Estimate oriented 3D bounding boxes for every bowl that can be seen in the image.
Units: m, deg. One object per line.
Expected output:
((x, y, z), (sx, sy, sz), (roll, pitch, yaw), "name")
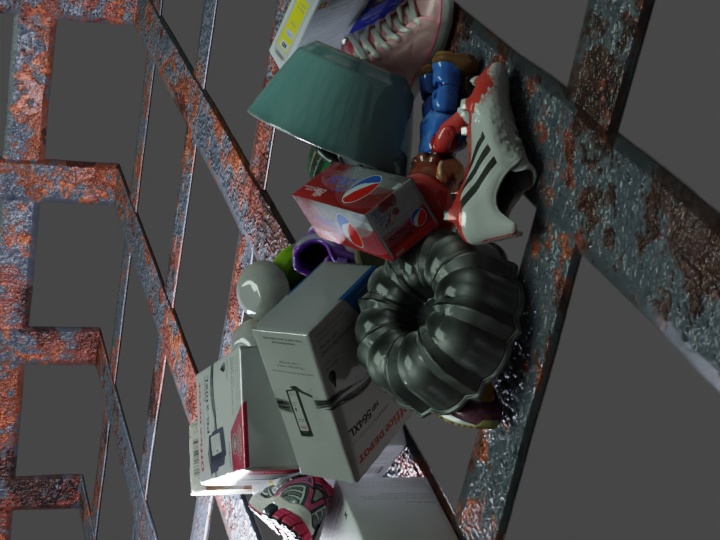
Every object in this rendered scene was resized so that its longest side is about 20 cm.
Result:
((-0.018, -0.191, 1.501), (0.106, 0.200, 0.201), (-67, 24, 8), "bowl")

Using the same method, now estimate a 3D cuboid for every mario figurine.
((0.103, -0.132, 1.461), (0.123, 0.105, 0.202), (48, -134, -67), "mario figurine")

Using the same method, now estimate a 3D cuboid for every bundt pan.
((0.070, 0.046, 1.372), (0.201, 0.076, 0.203), (-25, 52, 36), "bundt pan")

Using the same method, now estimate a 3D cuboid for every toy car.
((-0.076, 0.068, 1.807), (0.149, 0.175, 0.202), (19, 110, 32), "toy car")

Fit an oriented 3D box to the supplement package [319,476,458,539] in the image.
((0.041, 0.341, 1.486), (0.200, 0.119, 0.122), (-121, 39, -55), "supplement package")

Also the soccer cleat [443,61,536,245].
((0.143, -0.119, 1.343), (0.085, 0.069, 0.201), (1, 68, 30), "soccer cleat")

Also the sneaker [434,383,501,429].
((0.100, 0.089, 1.418), (0.200, 0.074, 0.091), (51, 128, 52), "sneaker")

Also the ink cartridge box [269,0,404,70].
((-0.016, -0.314, 1.596), (0.047, 0.197, 0.200), (53, 148, 8), "ink cartridge box")

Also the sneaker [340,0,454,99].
((0.037, -0.273, 1.569), (0.201, 0.104, 0.076), (118, 150, -49), "sneaker")

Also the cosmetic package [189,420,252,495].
((-0.133, 0.259, 1.844), (0.087, 0.198, 0.104), (150, 118, -64), "cosmetic package")

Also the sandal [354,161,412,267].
((0.037, -0.061, 1.532), (0.054, 0.080, 0.201), (88, -171, -52), "sandal")

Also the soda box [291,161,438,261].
((0.001, -0.067, 1.438), (0.064, 0.070, 0.200), (57, 165, -22), "soda box")

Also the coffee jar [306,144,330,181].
((-0.009, -0.089, 1.700), (0.105, 0.085, 0.201), (113, 150, -45), "coffee jar")

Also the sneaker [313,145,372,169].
((-0.022, -0.198, 1.665), (0.078, 0.139, 0.201), (114, 150, -45), "sneaker")

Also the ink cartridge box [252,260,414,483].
((-0.024, 0.113, 1.478), (0.084, 0.146, 0.201), (4, 124, 35), "ink cartridge box")

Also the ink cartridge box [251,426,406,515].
((-0.052, 0.209, 1.706), (0.200, 0.146, 0.147), (120, 145, -50), "ink cartridge box")

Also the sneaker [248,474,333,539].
((-0.076, 0.281, 1.567), (0.075, 0.081, 0.200), (-49, 8, -14), "sneaker")

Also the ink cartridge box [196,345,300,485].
((-0.135, 0.180, 1.603), (0.200, 0.084, 0.146), (147, 122, -64), "ink cartridge box")

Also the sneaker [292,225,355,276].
((0.000, 0.000, 1.561), (0.199, 0.088, 0.081), (20, 111, 27), "sneaker")
